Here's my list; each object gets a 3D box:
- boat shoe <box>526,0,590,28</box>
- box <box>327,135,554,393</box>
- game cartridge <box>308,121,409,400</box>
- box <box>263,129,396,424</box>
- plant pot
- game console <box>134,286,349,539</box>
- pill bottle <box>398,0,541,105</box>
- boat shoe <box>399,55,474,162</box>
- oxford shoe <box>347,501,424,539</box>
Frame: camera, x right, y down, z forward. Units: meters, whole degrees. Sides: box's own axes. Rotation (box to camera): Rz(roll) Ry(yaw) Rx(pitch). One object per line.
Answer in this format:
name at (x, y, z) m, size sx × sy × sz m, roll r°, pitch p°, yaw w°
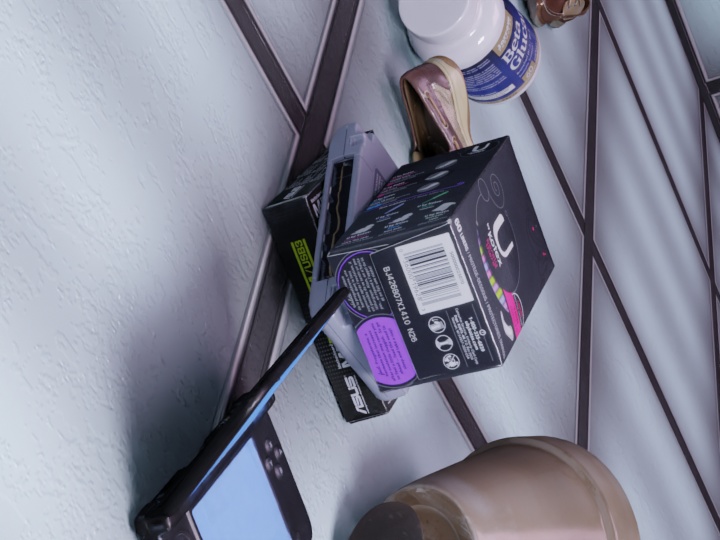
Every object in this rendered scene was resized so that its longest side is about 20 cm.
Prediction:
boat shoe at (0.283, -0.392, 2.312) m, size 0.200 × 0.071 × 0.077 m, roll -24°, pitch 98°, yaw -69°
box at (0.068, -0.009, 1.253) m, size 0.123 × 0.105 × 0.200 m, roll 69°, pitch 24°, yaw -16°
game cartridge at (0.011, -0.004, 1.295) m, size 0.133 × 0.040 × 0.202 m, roll 48°, pitch 36°, yaw -39°
box at (0.000, 0.000, 1.369) m, size 0.195 × 0.047 × 0.200 m, roll 67°, pitch 23°, yaw -13°
plant pot at (0.100, 0.233, 1.298) m, size 0.173 × 0.199 × 0.203 m, roll 8°, pitch 67°, yaw -49°
game console at (-0.052, 0.134, 1.046) m, size 0.178 × 0.115 × 0.200 m, roll 69°, pitch 22°, yaw -12°
pill bottle at (0.116, -0.259, 1.749) m, size 0.200 × 0.110 × 0.113 m, roll 26°, pitch 52°, yaw -62°
boat shoe at (0.080, -0.112, 1.639) m, size 0.072 × 0.072 × 0.202 m, roll -27°, pitch 114°, yaw -38°
oxford shoe at (0.015, 0.273, 1.202) m, size 0.071 × 0.070 × 0.202 m, roll 62°, pitch 31°, yaw -56°
